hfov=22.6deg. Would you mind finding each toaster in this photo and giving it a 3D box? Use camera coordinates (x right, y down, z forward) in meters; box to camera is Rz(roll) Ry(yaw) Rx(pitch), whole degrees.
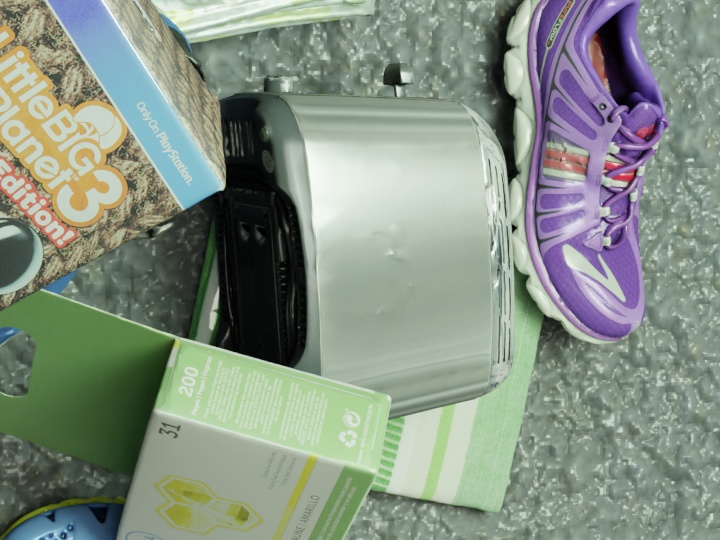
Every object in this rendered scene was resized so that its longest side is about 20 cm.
[{"bbox_3d":[0.000,0.000,0.893,0.129,0.114,0.201,-8,98,-25],"label":"toaster"}]

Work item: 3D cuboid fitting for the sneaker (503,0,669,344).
[{"bbox_3d":[0.128,-0.059,0.973,0.080,0.083,0.201,-12,97,-41],"label":"sneaker"}]

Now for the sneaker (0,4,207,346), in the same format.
[{"bbox_3d":[-0.141,-0.030,0.838,0.077,0.111,0.200,35,96,-28],"label":"sneaker"}]

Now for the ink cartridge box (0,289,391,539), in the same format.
[{"bbox_3d":[-0.099,0.080,0.835,0.199,0.146,0.048,16,54,-5],"label":"ink cartridge box"}]

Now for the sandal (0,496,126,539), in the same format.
[{"bbox_3d":[-0.089,0.166,0.904,0.199,0.087,0.080,13,90,-21],"label":"sandal"}]

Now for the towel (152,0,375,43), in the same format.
[{"bbox_3d":[-0.079,-0.216,0.908,0.171,0.048,0.201,-14,98,-22],"label":"towel"}]

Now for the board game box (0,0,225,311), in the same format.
[{"bbox_3d":[-0.178,-0.065,0.712,0.199,0.097,0.160,-29,115,8],"label":"board game box"}]

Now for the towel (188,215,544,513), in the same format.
[{"bbox_3d":[0.003,0.040,0.971,0.199,0.023,0.153,13,88,-24],"label":"towel"}]
